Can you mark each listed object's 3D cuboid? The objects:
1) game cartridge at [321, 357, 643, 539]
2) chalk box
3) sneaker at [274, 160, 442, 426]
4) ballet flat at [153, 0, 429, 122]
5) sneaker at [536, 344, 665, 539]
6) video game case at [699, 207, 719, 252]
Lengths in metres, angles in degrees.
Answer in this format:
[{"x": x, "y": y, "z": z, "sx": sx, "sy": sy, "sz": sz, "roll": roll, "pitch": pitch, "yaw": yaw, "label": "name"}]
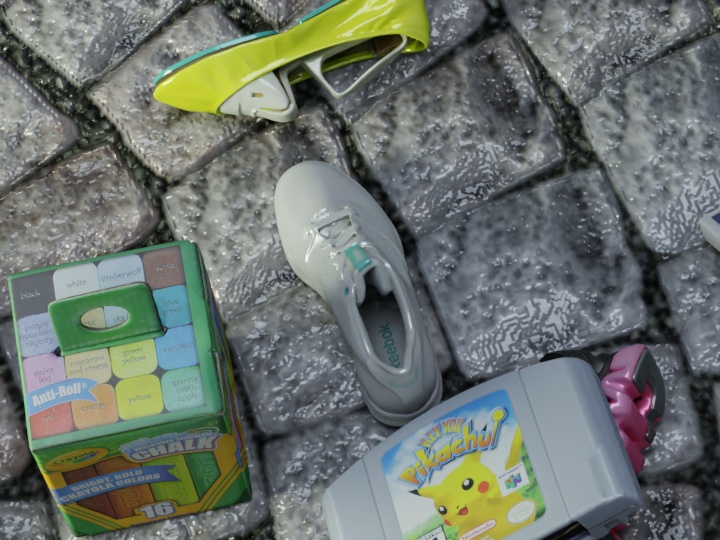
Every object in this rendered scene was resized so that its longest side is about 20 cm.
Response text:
[{"x": 0.070, "y": 0.139, "z": 1.618, "sx": 0.200, "sy": 0.040, "sz": 0.134, "roll": -30, "pitch": 42, "yaw": 13, "label": "game cartridge"}, {"x": -0.146, "y": 0.068, "z": 1.628, "sx": 0.124, "sy": 0.200, "sz": 0.124, "roll": -11, "pitch": 65, "yaw": 1, "label": "chalk box"}, {"x": 0.000, "y": 0.000, "z": 1.707, "sx": 0.075, "sy": 0.089, "sz": 0.200, "roll": -25, "pitch": 65, "yaw": -5, "label": "sneaker"}, {"x": -0.043, "y": -0.141, "z": 1.792, "sx": 0.199, "sy": 0.067, "sz": 0.067, "roll": -24, "pitch": 79, "yaw": -6, "label": "ballet flat"}, {"x": 0.124, "y": 0.135, "z": 1.652, "sx": 0.095, "sy": 0.079, "sz": 0.201, "roll": 9, "pitch": 62, "yaw": 27, "label": "sneaker"}, {"x": 0.344, "y": -0.038, "z": 1.675, "sx": 0.200, "sy": 0.022, "sz": 0.182, "roll": -29, "pitch": 31, "yaw": -7, "label": "video game case"}]
